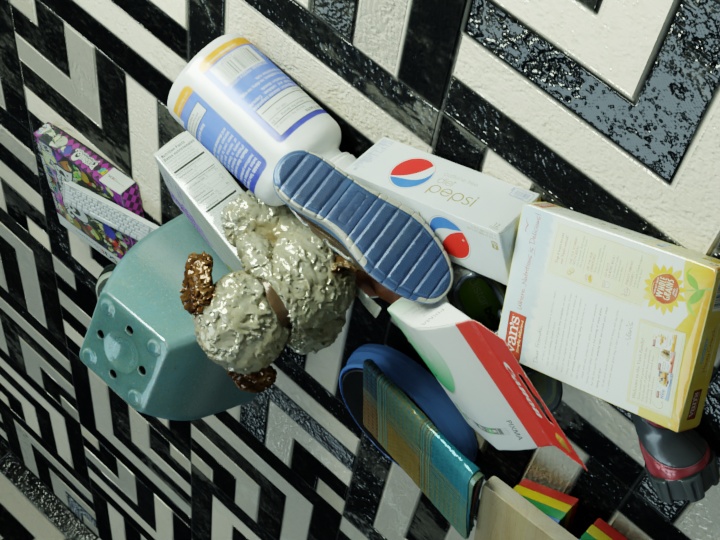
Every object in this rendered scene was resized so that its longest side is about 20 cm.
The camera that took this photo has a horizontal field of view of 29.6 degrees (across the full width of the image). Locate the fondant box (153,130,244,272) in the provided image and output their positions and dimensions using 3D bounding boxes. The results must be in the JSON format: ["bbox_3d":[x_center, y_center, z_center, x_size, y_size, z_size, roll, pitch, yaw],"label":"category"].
[{"bbox_3d":[-0.150,-0.052,1.579,0.200,0.058,0.144,51,170,16],"label":"fondant box"}]

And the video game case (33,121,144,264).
[{"bbox_3d":[-0.378,-0.096,1.948,0.181,0.036,0.200,33,150,24],"label":"video game case"}]

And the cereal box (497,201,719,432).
[{"bbox_3d":[0.213,0.035,1.167,0.200,0.039,0.144,24,111,40],"label":"cereal box"}]

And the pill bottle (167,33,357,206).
[{"bbox_3d":[-0.091,-0.137,1.384,0.200,0.112,0.112,44,153,9],"label":"pill bottle"}]

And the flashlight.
[{"bbox_3d":[0.272,0.119,1.241,0.068,0.068,0.200,-101,-10,-63],"label":"flashlight"}]

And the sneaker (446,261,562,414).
[{"bbox_3d":[0.134,0.065,1.327,0.200,0.074,0.081,54,-168,-15],"label":"sneaker"}]

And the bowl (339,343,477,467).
[{"bbox_3d":[0.054,0.179,1.668,0.201,0.039,0.201,35,151,23],"label":"bowl"}]

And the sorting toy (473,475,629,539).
[{"bbox_3d":[0.232,0.330,1.571,0.199,0.070,0.200,36,151,23],"label":"sorting toy"}]

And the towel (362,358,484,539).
[{"bbox_3d":[0.069,0.206,1.585,0.200,0.022,0.147,46,155,28],"label":"towel"}]

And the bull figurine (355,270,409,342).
[{"bbox_3d":[0.000,0.000,1.485,0.200,0.065,0.122,25,150,43],"label":"bull figurine"}]

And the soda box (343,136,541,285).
[{"bbox_3d":[0.079,-0.059,1.289,0.200,0.064,0.068,25,146,39],"label":"soda box"}]

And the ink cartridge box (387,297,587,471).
[{"bbox_3d":[0.114,0.107,1.261,0.161,0.050,0.200,55,175,-22],"label":"ink cartridge box"}]

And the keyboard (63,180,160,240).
[{"bbox_3d":[-0.319,-0.063,1.865,0.200,0.011,0.056,27,146,2],"label":"keyboard"}]

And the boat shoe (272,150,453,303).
[{"bbox_3d":[0.005,-0.040,1.290,0.200,0.072,0.072,41,170,7],"label":"boat shoe"}]

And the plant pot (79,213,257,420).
[{"bbox_3d":[-0.233,0.070,1.699,0.196,0.200,0.197,38,124,19],"label":"plant pot"}]

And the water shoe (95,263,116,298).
[{"bbox_3d":[-0.304,0.060,2.027,0.200,0.071,0.079,44,-163,-20],"label":"water shoe"}]

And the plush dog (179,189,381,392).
[{"bbox_3d":[-0.093,0.035,1.395,0.160,0.172,0.200,10,134,58],"label":"plush dog"}]
